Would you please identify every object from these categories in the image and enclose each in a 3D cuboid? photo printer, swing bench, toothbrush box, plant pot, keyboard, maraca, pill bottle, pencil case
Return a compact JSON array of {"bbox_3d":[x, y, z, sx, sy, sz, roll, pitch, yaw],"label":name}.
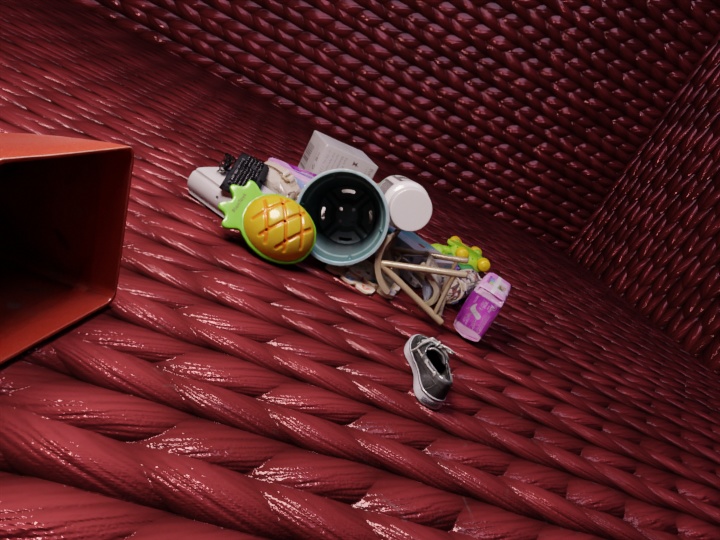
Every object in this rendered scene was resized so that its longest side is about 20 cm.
[{"bbox_3d":[-0.255,-0.153,1.135,0.200,0.070,0.166,34,22,14],"label":"photo printer"},{"bbox_3d":[0.132,0.000,1.178,0.200,0.130,0.199,27,16,7],"label":"swing bench"},{"bbox_3d":[0.132,-0.043,1.384,0.200,0.085,0.146,42,21,29],"label":"toothbrush box"},{"bbox_3d":[-0.382,-0.051,0.532,0.176,0.200,0.200,18,18,4],"label":"plant pot"},{"bbox_3d":[-0.036,-0.123,1.159,0.200,0.201,0.196,28,8,-2],"label":"plant pot"},{"bbox_3d":[-0.258,-0.221,1.118,0.104,0.040,0.200,20,29,-12],"label":"keyboard"},{"bbox_3d":[-0.180,-0.094,1.009,0.200,0.137,0.107,32,-26,-13],"label":"maraca"},{"bbox_3d":[0.099,-0.158,1.201,0.113,0.113,0.200,25,12,-12],"label":"pill bottle"},{"bbox_3d":[0.264,0.041,1.362,0.089,0.078,0.200,8,8,27],"label":"pencil case"}]

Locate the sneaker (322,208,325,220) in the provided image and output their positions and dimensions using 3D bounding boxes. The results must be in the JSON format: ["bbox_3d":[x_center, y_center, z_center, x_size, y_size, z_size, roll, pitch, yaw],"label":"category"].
[{"bbox_3d":[-0.092,-0.182,1.435,0.079,0.078,0.200,23,21,16],"label":"sneaker"}]

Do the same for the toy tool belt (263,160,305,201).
[{"bbox_3d":[-0.179,-0.189,1.257,0.200,0.125,0.123,33,25,21],"label":"toy tool belt"}]

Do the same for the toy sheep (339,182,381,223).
[{"bbox_3d":[-0.012,-0.165,1.349,0.138,0.200,0.138,58,-4,7],"label":"toy sheep"}]

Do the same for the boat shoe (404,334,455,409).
[{"bbox_3d":[0.122,0.154,0.890,0.073,0.068,0.199,28,19,-4],"label":"boat shoe"}]

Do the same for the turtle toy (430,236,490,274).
[{"bbox_3d":[0.298,-0.035,1.575,0.200,0.101,0.146,25,19,-10],"label":"turtle toy"}]

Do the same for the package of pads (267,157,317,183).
[{"bbox_3d":[-0.179,-0.252,1.492,0.200,0.076,0.121,15,25,-36],"label":"package of pads"}]

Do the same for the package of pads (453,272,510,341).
[{"bbox_3d":[0.289,0.082,1.209,0.076,0.121,0.200,33,19,12],"label":"package of pads"}]

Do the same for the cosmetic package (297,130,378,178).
[{"bbox_3d":[-0.082,-0.332,1.695,0.200,0.165,0.165,17,23,-29],"label":"cosmetic package"}]

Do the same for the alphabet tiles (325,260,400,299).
[{"bbox_3d":[0.000,0.000,1.195,0.200,0.015,0.196,33,19,9],"label":"alphabet tiles"}]
